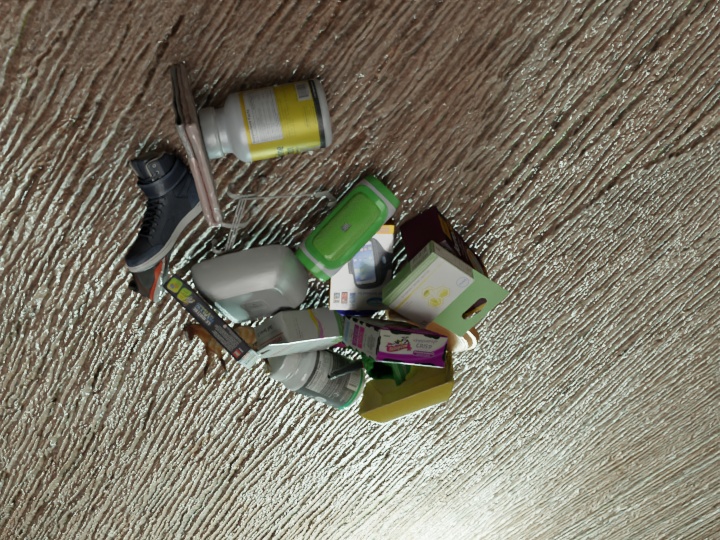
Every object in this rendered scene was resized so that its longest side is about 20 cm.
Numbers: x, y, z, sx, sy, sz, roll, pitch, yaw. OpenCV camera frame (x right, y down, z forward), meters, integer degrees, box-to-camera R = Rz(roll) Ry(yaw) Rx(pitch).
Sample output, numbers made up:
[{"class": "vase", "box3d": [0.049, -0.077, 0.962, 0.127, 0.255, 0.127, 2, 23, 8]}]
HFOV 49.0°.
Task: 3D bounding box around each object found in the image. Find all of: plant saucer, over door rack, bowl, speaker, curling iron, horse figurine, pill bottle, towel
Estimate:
[{"class": "plant saucer", "box3d": [0.102, 0.244, 1.603, 0.200, 0.200, 0.049, -21, 99, 9]}, {"class": "over door rack", "box3d": [-0.163, -0.094, 1.441, 0.200, 0.067, 0.148, 2, 134, -25]}, {"class": "bowl", "box3d": [-0.204, 0.035, 1.489, 0.200, 0.075, 0.200, -12, 155, 7]}, {"class": "plant saucer", "box3d": [0.143, 0.118, 1.614, 0.200, 0.032, 0.200, 20, 158, 8]}, {"class": "speaker", "box3d": [-0.023, -0.076, 1.417, 0.200, 0.088, 0.088, -46, 125, 2]}, {"class": "curling iron", "box3d": [0.007, 0.207, 1.687, 0.200, 0.050, 0.026, -5, 155, -46]}, {"class": "horse figurine", "box3d": [-0.258, 0.160, 1.626, 0.200, 0.133, 0.050, -10, 154, -9]}, {"class": "pill bottle", "box3d": [-0.098, 0.216, 1.689, 0.200, 0.113, 0.113, 28, 123, -28]}, {"class": "towel", "box3d": [-0.260, -0.196, 1.237, 0.032, 0.200, 0.191, -14, 132, -6]}, {"class": "pill bottle", "box3d": [-0.151, -0.236, 1.266, 0.200, 0.112, 0.112, -11, 132, -5]}]

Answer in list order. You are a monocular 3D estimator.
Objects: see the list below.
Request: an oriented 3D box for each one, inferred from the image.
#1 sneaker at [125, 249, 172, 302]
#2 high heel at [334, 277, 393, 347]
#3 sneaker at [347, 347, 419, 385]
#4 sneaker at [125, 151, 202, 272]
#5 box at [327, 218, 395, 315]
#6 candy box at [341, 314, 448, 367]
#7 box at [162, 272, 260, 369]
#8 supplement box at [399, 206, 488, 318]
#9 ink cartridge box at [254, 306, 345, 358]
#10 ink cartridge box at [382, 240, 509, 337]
[{"class": "sneaker", "box3d": [-0.396, -0.023, 1.462, 0.082, 0.077, 0.200, 15, 126, -7]}, {"class": "high heel", "box3d": [-0.014, 0.075, 1.598, 0.096, 0.067, 0.200, 25, 120, -39]}, {"class": "sneaker", "box3d": [0.029, 0.175, 1.635, 0.084, 0.200, 0.074, -43, 133, -25]}, {"class": "sneaker", "box3d": [-0.357, -0.109, 1.329, 0.077, 0.202, 0.146, 10, 146, 40]}, {"class": "box", "box3d": [0.000, 0.000, 1.513, 0.119, 0.041, 0.200, 0, 109, -7]}, {"class": "candy box", "box3d": [0.060, 0.130, 1.477, 0.136, 0.200, 0.061, 8, 91, -20]}, {"class": "box", "box3d": [-0.271, 0.095, 1.447, 0.035, 0.200, 0.110, -45, 170, -9]}, {"class": "supplement box", "box3d": [0.169, -0.013, 1.522, 0.086, 0.110, 0.200, -31, 129, 18]}, {"class": "ink cartridge box", "box3d": [-0.128, 0.122, 1.558, 0.200, 0.067, 0.117, -4, 162, -39]}, {"class": "ink cartridge box", "box3d": [0.160, 0.050, 1.459, 0.200, 0.048, 0.146, 32, 119, -21]}]
